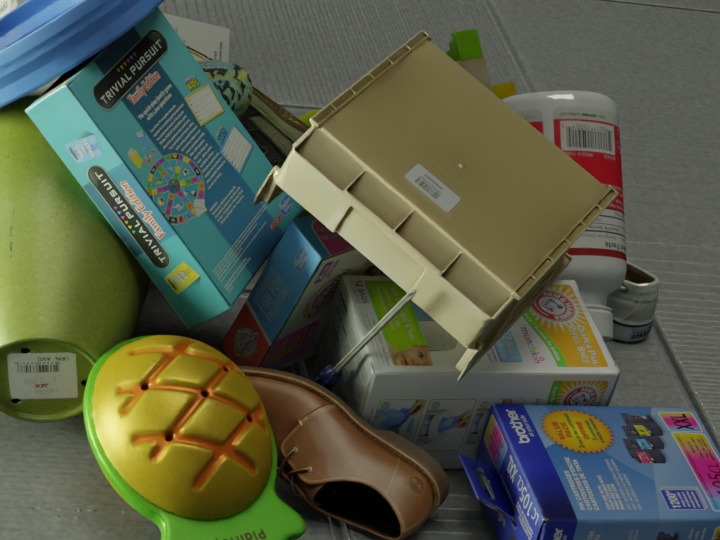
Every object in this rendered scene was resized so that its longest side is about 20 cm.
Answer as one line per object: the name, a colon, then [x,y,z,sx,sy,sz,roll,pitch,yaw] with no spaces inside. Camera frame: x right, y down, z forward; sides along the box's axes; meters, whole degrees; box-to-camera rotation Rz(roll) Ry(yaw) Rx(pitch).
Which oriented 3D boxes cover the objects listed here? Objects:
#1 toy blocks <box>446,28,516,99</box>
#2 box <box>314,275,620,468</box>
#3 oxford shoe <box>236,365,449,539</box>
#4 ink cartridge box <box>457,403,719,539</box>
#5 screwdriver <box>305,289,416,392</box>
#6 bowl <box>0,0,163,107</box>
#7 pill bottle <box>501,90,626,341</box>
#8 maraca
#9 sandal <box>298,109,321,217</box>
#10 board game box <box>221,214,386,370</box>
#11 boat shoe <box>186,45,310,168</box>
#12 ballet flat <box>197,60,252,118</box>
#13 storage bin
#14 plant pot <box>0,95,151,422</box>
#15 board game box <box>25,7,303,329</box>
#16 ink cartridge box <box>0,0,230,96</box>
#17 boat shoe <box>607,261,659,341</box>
toy blocks: [0.068,-0.095,1.756,0.100,0.201,0.136,-14,-1,-35]
box: [0.079,0.078,1.528,0.199,0.102,0.113,1,40,-19]
oxford shoe: [-0.038,0.131,1.445,0.199,0.072,0.071,25,38,16]
ink cartridge box: [0.167,0.165,1.460,0.199,0.077,0.137,1,33,-17]
screwdriver: [-0.007,0.065,1.449,0.029,0.200,0.028,0,59,-39]
bowl: [-0.228,-0.178,1.491,0.200,0.039,0.201,-28,18,10]
pill bottle: [0.162,-0.040,1.659,0.112,0.201,0.112,-2,-8,0]
maraca: [-0.115,0.130,1.387,0.137,0.107,0.201,-13,62,-32]
sandal: [-0.012,-0.053,1.746,0.087,0.079,0.201,42,26,-39]
board game box: [0.000,0.000,1.581,0.199,0.153,0.040,-20,62,-42]
boat shoe: [-0.096,-0.117,1.667,0.200,0.066,0.072,34,-1,-10]
ballet flat: [-0.174,-0.113,1.579,0.199,0.075,0.074,-19,39,-10]
storage bin: [0.056,-0.049,1.479,0.200,0.094,0.199,41,44,6]
plant pot: [-0.234,0.006,1.486,0.186,0.188,0.201,6,45,-11]
board game box: [-0.141,-0.080,1.488,0.200,0.047,0.151,54,34,-14]
ink cartridge box: [-0.232,-0.170,1.731,0.199,0.146,0.085,10,71,-26]
boat shoe: [0.178,-0.023,1.751,0.074,0.086,0.202,-19,44,-42]
